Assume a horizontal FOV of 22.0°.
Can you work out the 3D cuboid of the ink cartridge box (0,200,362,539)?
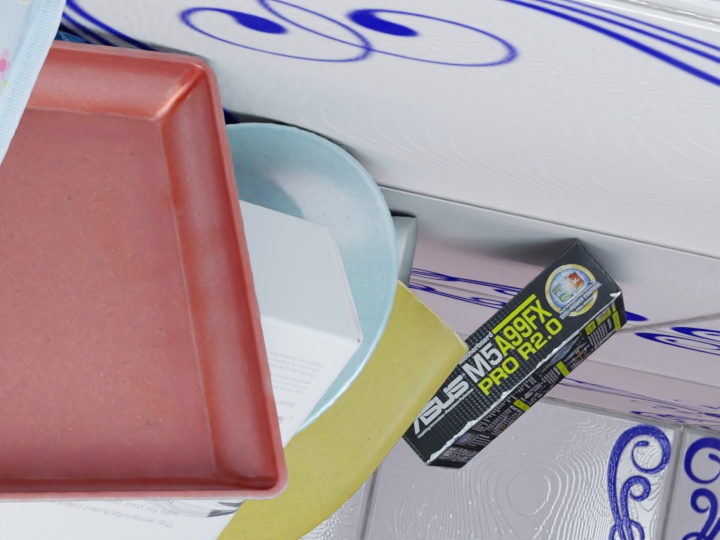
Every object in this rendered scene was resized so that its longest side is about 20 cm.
[{"bbox_3d":[-0.114,0.057,0.860,0.145,0.200,0.083,17,-143,-29],"label":"ink cartridge box"}]

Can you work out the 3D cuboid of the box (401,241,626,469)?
[{"bbox_3d":[0.100,0.061,1.203,0.044,0.160,0.200,48,-177,11],"label":"box"}]

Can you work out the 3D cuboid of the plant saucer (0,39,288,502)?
[{"bbox_3d":[-0.138,0.001,0.711,0.200,0.200,0.037,4,152,-30],"label":"plant saucer"}]

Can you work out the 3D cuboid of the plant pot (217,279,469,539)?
[{"bbox_3d":[-0.099,0.066,1.095,0.194,0.200,0.195,42,160,-28],"label":"plant pot"}]

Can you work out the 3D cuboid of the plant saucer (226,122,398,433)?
[{"bbox_3d":[-0.078,0.010,0.954,0.201,0.201,0.039,15,-162,-35],"label":"plant saucer"}]

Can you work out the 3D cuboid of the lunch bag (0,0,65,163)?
[{"bbox_3d":[-0.203,-0.030,0.561,0.170,0.200,0.127,4,157,41],"label":"lunch bag"}]

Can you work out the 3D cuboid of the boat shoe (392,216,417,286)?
[{"bbox_3d":[0.000,0.000,1.205,0.064,0.071,0.200,10,176,-1],"label":"boat shoe"}]

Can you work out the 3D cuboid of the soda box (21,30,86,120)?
[{"bbox_3d":[-0.207,-0.080,0.847,0.068,0.064,0.200,15,173,-37],"label":"soda box"}]
